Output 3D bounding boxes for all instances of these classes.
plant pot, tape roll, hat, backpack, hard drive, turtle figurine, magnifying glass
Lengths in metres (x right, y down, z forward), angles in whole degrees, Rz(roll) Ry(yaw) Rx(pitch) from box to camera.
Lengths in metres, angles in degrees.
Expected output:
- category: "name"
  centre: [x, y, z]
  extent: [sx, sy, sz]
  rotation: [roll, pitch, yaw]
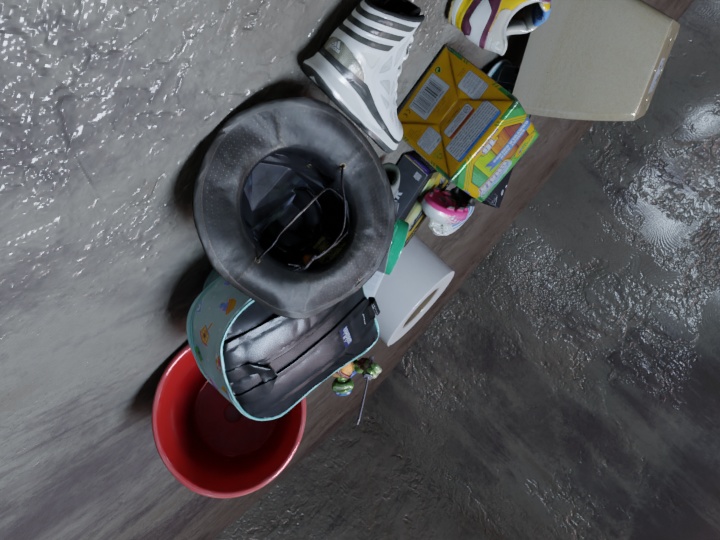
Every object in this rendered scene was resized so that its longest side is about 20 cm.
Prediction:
- category: "plant pot"
  centre: [-0.176, 0.194, 0.825]
  extent: [0.200, 0.201, 0.177]
  rotation: [-43, 177, -16]
- category: "tape roll"
  centre: [0.076, 0.030, 1.215]
  extent: [0.202, 0.139, 0.203]
  rotation: [-43, 167, -13]
- category: "hat"
  centre: [-0.066, -0.062, 0.563]
  extent: [0.201, 0.201, 0.081]
  rotation: [-45, -150, -9]
- category: "backpack"
  centre: [-0.094, 0.055, 0.668]
  extent: [0.200, 0.152, 0.178]
  rotation: [-43, 137, -31]
- category: "plant pot"
  centre: [0.360, -0.323, 0.899]
  extent: [0.199, 0.175, 0.204]
  rotation: [-27, 136, -54]
- category: "hard drive"
  centre: [0.229, -0.212, 0.980]
  extent: [0.139, 0.037, 0.204]
  rotation: [5, 105, -64]
- category: "turtle figurine"
  centre: [-0.043, 0.137, 0.984]
  extent: [0.199, 0.142, 0.198]
  rotation: [-22, 112, -52]
- category: "magnifying glass"
  centre: [0.040, -0.018, 0.925]
  extent: [0.200, 0.022, 0.081]
  rotation: [125, -16, -71]

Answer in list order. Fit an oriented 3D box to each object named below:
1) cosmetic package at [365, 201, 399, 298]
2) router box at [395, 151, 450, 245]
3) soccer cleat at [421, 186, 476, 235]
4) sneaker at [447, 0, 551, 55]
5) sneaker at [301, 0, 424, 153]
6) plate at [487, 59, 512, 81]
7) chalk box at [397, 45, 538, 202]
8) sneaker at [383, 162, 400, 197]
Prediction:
- category: "cosmetic package"
  centre: [0.000, 0.000, 0.867]
  extent: [0.201, 0.051, 0.152]
  rotation: [-75, -172, -56]
- category: "router box"
  centre: [0.075, -0.109, 1.001]
  extent: [0.157, 0.052, 0.201]
  rotation: [-29, 157, -54]
- category: "soccer cleat"
  centre: [0.141, -0.089, 0.991]
  extent: [0.087, 0.069, 0.199]
  rotation: [-59, 164, 22]
- category: "sneaker"
  centre: [0.192, -0.323, 0.677]
  extent: [0.200, 0.090, 0.075]
  rotation: [-45, 167, -8]
- category: "sneaker"
  centre: [0.029, -0.190, 0.579]
  extent: [0.116, 0.076, 0.200]
  rotation: [-47, 164, 9]
- category: "plate"
  centre: [0.200, -0.241, 0.976]
  extent: [0.200, 0.025, 0.203]
  rotation: [-45, 148, -38]
- category: "chalk box"
  centre: [0.150, -0.184, 0.810]
  extent: [0.125, 0.124, 0.199]
  rotation: [-51, 157, 16]
- category: "sneaker"
  centre: [-0.008, -0.093, 0.776]
  extent: [0.200, 0.073, 0.080]
  rotation: [-39, 157, -54]
